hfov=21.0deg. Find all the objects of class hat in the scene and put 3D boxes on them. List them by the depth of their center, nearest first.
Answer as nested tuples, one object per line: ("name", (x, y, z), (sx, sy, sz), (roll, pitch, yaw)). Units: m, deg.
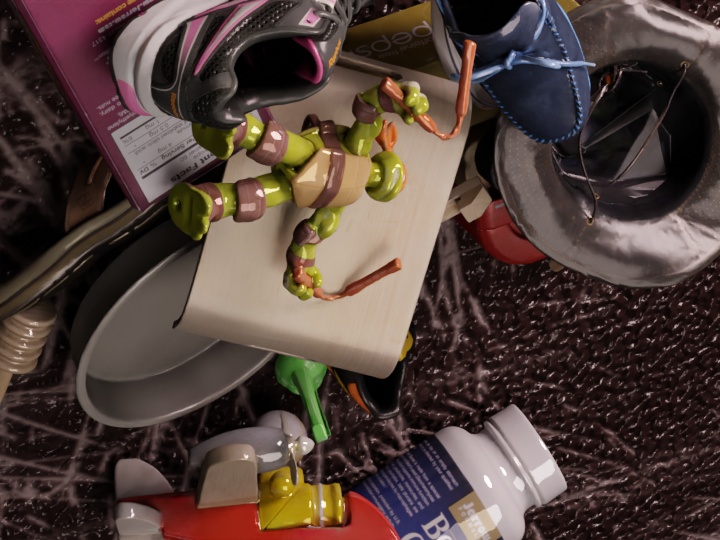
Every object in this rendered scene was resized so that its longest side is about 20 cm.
("hat", (0.167, -0.087, 1.276), (0.199, 0.081, 0.202), (-4, 103, -17))

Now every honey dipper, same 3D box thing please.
("honey dipper", (-0.258, 0.101, 1.332), (0.038, 0.038, 0.201), (5, 125, -35))

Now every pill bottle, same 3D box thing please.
("pill bottle", (0.062, 0.196, 1.561), (0.199, 0.111, 0.111), (-33, 137, -4))

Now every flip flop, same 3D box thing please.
("flip flop", (-0.168, -0.042, 1.249), (0.199, 0.058, 0.081), (-36, 176, 1))

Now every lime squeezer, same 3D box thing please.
("lime squeezer", (-0.035, 0.087, 1.425), (0.038, 0.071, 0.200), (-35, 176, -3))

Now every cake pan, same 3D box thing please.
("cake pan", (-0.114, 0.026, 1.326), (0.199, 0.037, 0.201), (-29, 151, -18))

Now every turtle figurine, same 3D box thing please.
("turtle figurine", (-0.026, -0.066, 1.139), (0.160, 0.065, 0.201), (2, 133, -37))

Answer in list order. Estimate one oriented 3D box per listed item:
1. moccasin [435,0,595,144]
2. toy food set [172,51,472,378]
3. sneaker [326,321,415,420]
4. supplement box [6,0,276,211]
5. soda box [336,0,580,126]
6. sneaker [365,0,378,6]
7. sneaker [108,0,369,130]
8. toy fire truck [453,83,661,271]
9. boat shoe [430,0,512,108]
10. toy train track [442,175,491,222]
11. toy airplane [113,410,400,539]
("moccasin", (0.072, -0.150, 1.144), (0.080, 0.068, 0.200), (-26, 117, 21))
("toy food set", (-0.025, -0.039, 1.236), (0.142, 0.060, 0.202), (14, 100, -13))
("sneaker", (0.015, 0.017, 1.394), (0.069, 0.090, 0.201), (-15, 133, -21))
("supplement box", (-0.145, -0.157, 1.116), (0.103, 0.131, 0.201), (-32, 137, -7))
("soda box", (0.049, -0.135, 1.303), (0.199, 0.068, 0.064), (-21, 134, -16))
("sneaker", (0.033, -0.259, 1.194), (0.103, 0.060, 0.201), (-17, 130, -16))
("sneaker", (-0.036, -0.131, 1.066), (0.200, 0.086, 0.081), (-41, 140, -27))
("toy fire truck", (0.144, -0.055, 1.412), (0.175, 0.129, 0.201), (-21, 125, -16))
("boat shoe", (0.084, -0.178, 1.203), (0.073, 0.065, 0.201), (-26, 131, -16))
("toy train track", (0.000, 0.000, 1.304), (0.199, 0.033, 0.115), (-29, 153, 7))
("toy airplane", (-0.087, 0.167, 1.433), (0.199, 0.199, 0.142), (34, 63, -37))
